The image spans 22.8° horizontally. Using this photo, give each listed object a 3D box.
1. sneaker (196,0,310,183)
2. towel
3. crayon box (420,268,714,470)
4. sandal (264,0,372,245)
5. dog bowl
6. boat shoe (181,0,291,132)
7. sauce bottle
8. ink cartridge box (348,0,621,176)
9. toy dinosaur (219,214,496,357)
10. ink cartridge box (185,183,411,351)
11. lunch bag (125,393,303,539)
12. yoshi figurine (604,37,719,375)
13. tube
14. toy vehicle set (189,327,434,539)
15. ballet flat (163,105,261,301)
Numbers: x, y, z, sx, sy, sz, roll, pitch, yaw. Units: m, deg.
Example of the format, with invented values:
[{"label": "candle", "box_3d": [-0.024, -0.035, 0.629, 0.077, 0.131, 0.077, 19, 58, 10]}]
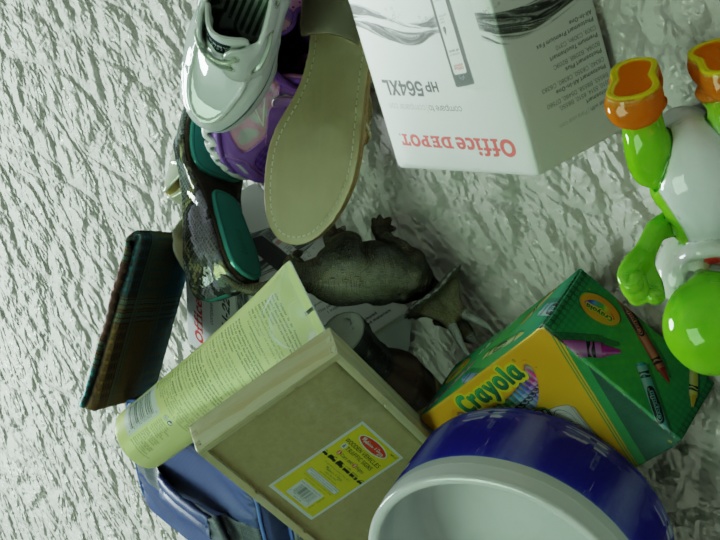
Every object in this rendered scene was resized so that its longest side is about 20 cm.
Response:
[{"label": "sneaker", "box_3d": [-0.069, -0.142, 1.359, 0.088, 0.081, 0.201, 23, 138, 24]}, {"label": "towel", "box_3d": [-0.179, 0.038, 1.441, 0.022, 0.147, 0.200, 16, -179, 6]}, {"label": "crayon box", "box_3d": [0.137, 0.090, 1.229, 0.119, 0.058, 0.200, 40, 149, -3]}, {"label": "sandal", "box_3d": [-0.012, -0.123, 1.304, 0.077, 0.070, 0.213, 20, 110, 28]}, {"label": "dog bowl", "box_3d": [0.110, 0.194, 1.217, 0.199, 0.079, 0.201, 16, 130, 20]}, {"label": "boat shoe", "box_3d": [-0.092, -0.176, 1.260, 0.073, 0.067, 0.201, 30, 126, 10]}, {"label": "sauce bottle", "box_3d": [0.032, 0.101, 1.341, 0.065, 0.065, 0.200, 22, 161, 46]}, {"label": "ink cartridge box", "box_3d": [0.068, -0.166, 1.121, 0.146, 0.084, 0.201, 8, 121, 53]}, {"label": "toy dinosaur", "box_3d": [0.000, 0.000, 1.321, 0.102, 0.199, 0.077, -145, 69, -68]}, {"label": "ink cartridge box", "box_3d": [-0.056, 0.045, 1.483, 0.200, 0.084, 0.145, 40, 145, 32]}, {"label": "lunch bag", "box_3d": [-0.093, 0.162, 1.426, 0.200, 0.132, 0.136, 27, 138, 43]}, {"label": "yoshi figurine", "box_3d": [0.200, -0.022, 1.030, 0.112, 0.112, 0.201, 14, 130, 42]}, {"label": "tube", "box_3d": [-0.100, 0.079, 1.316, 0.058, 0.052, 0.200, 40, 122, -20]}, {"label": "toy vehicle set", "box_3d": [-0.016, 0.135, 1.289, 0.200, 0.124, 0.027, 46, -166, -42]}, {"label": "ballet flat", "box_3d": [-0.128, -0.059, 1.435, 0.072, 0.072, 0.201, 109, 155, -52]}]
